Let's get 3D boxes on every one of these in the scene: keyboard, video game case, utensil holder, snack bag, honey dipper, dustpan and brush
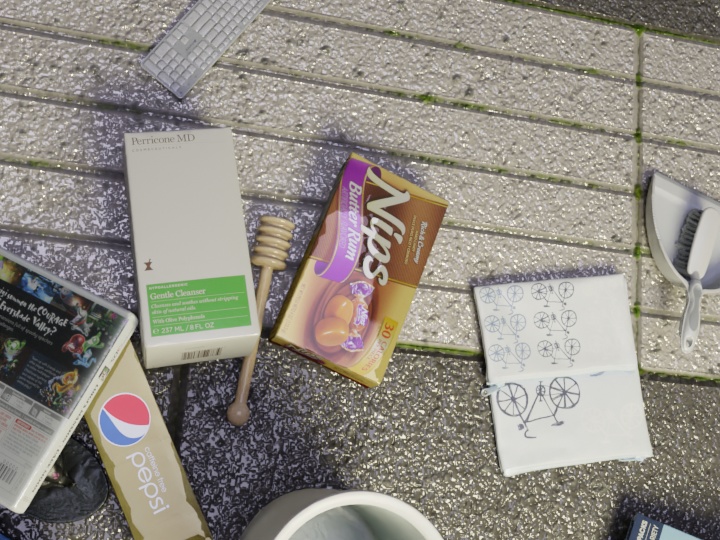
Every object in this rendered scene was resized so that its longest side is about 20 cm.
[{"bbox_3d":[-0.144,-0.266,0.945,0.056,0.011,0.201,39,73,-5],"label":"keyboard"},{"bbox_3d":[-0.317,0.080,0.784,0.197,0.023,0.184,23,71,18],"label":"video game case"},{"bbox_3d":[-0.024,0.273,0.776,0.166,0.200,0.174,3,78,-13],"label":"utensil holder"},{"bbox_3d":[0.215,0.109,0.962,0.184,0.021,0.205,-3,81,-16],"label":"snack bag"},{"bbox_3d":[-0.101,0.048,0.884,0.037,0.038,0.205,13,78,-11],"label":"honey dipper"},{"bbox_3d":[0.367,-0.002,1.002,0.137,0.057,0.204,22,75,-10],"label":"dustpan and brush"}]

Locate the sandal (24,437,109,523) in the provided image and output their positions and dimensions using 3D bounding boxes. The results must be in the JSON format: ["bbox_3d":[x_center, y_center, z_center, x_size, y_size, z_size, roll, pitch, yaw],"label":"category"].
[{"bbox_3d":[-0.312,0.155,0.802,0.199,0.048,0.076,38,73,-4],"label":"sandal"}]

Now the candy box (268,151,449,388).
[{"bbox_3d":[0.000,0.000,0.909,0.115,0.056,0.203,25,76,-8],"label":"candy box"}]

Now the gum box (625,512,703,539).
[{"bbox_3d":[0.338,0.360,0.889,0.196,0.045,0.173,19,71,16],"label":"gum box"}]

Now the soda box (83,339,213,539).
[{"bbox_3d":[-0.199,0.164,0.819,0.063,0.068,0.203,-23,86,-16],"label":"soda box"}]

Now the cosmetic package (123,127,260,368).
[{"bbox_3d":[-0.160,-0.022,0.843,0.105,0.085,0.204,-7,74,-15],"label":"cosmetic package"}]

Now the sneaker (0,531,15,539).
[{"bbox_3d":[-0.375,0.193,0.781,0.200,0.066,0.078,44,41,5],"label":"sneaker"}]
